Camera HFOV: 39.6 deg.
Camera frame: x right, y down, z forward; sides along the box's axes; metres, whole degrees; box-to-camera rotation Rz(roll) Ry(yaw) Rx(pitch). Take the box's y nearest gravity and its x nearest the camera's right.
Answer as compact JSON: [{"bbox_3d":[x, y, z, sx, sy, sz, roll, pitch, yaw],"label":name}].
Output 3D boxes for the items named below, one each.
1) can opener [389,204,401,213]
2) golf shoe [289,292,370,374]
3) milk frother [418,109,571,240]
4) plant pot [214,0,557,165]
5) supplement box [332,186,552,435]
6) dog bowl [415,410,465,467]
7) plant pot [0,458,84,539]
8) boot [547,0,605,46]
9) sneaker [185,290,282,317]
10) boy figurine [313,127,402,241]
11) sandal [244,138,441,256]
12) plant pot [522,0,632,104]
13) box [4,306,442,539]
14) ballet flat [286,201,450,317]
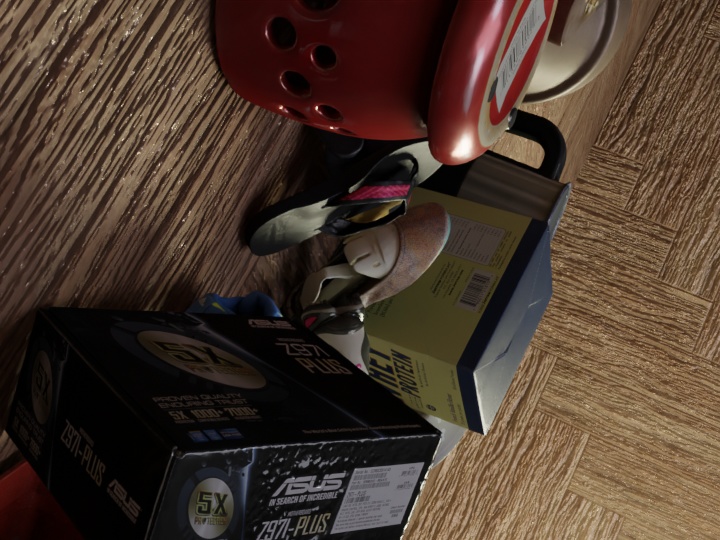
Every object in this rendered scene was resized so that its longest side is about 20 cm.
[{"bbox_3d":[0.066,-0.102,0.976,0.053,0.067,0.200,-5,167,-37],"label":"can opener"},{"bbox_3d":[-0.040,0.095,0.950,0.077,0.088,0.200,-13,162,-17],"label":"golf shoe"},{"bbox_3d":[0.134,-0.105,1.131,0.200,0.188,0.181,-22,133,-69],"label":"milk frother"},{"bbox_3d":[0.027,-0.181,0.671,0.201,0.182,0.201,-56,159,-33],"label":"plant pot"},{"bbox_3d":[0.078,0.034,1.085,0.200,0.199,0.134,-58,152,-28],"label":"supplement box"},{"bbox_3d":[0.027,0.151,1.157,0.200,0.200,0.059,-57,138,-31],"label":"dog bowl"},{"bbox_3d":[-0.194,0.263,0.573,0.177,0.200,0.200,-62,168,27],"label":"plant pot"},{"bbox_3d":[0.088,-0.206,0.792,0.064,0.199,0.187,-47,155,-51],"label":"boot"},{"bbox_3d":[-0.075,0.082,0.761,0.105,0.076,0.200,-50,138,2],"label":"sneaker"},{"bbox_3d":[0.004,-0.085,0.928,0.124,0.064,0.200,-35,158,-13],"label":"boy figurine"},{"bbox_3d":[-0.002,-0.054,0.846,0.200,0.045,0.075,-28,153,-21],"label":"sandal"},{"bbox_3d":[0.121,-0.242,0.899,0.174,0.200,0.201,-26,138,-53],"label":"plant pot"},{"bbox_3d":[-0.080,0.097,0.603,0.200,0.164,0.086,6,110,-43],"label":"box"},{"bbox_3d":[0.000,0.000,0.937,0.067,0.068,0.200,10,141,-41],"label":"ballet flat"}]
